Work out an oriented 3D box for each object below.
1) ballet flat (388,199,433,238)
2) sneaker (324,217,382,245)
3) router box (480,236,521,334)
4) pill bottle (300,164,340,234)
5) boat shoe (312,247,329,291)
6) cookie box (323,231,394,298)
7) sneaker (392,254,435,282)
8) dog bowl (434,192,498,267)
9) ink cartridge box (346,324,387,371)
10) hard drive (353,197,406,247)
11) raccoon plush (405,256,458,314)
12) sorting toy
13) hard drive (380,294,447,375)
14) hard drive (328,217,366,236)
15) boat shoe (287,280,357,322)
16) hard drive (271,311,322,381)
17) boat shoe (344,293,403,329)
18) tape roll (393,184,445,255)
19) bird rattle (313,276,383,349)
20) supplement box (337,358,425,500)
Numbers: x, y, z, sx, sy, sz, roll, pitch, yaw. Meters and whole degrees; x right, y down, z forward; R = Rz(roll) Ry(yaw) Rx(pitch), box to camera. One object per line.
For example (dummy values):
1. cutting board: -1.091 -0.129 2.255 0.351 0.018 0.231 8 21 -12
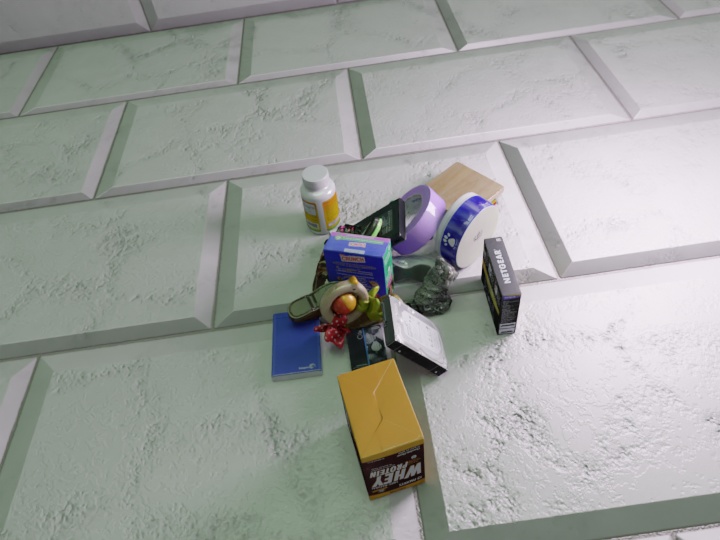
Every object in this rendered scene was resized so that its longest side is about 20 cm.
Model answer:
1. ballet flat: 0.171 -0.167 1.771 0.070 0.068 0.199 -25 50 -34
2. sneaker: -0.024 -0.092 1.576 0.198 0.084 0.077 -30 19 29
3. router box: 0.364 0.039 1.492 0.051 0.159 0.202 -7 48 1
4. pill bottle: -0.127 -0.222 1.766 0.109 0.202 0.112 -4 47 4
5. boat shoe: -0.101 0.000 1.649 0.071 0.073 0.202 4 48 12
6. cookie box: 0.000 0.000 1.547 0.168 0.202 0.076 9 49 15
7. sneaker: 0.124 -0.011 1.641 0.196 0.072 0.081 6 29 13
8. dog bowl: 0.301 -0.112 1.608 0.078 0.202 0.199 35 60 31
9. ink cartridge box: 0.022 0.233 1.444 0.097 0.040 0.202 -10 48 -2
10. hard drive: 0.043 -0.105 1.617 0.198 0.033 0.142 -28 45 33
11. raccoon plush: 0.178 0.058 1.514 0.199 0.135 0.096 -35 53 -23
12. sorting toy: 0.315 -0.231 1.803 0.199 0.070 0.198 -37 53 -23
13. hard drive: 0.133 0.160 1.401 0.038 0.199 0.141 -37 38 29
14. hard drive: 0.020 -0.098 1.728 0.197 0.027 0.133 -21 58 -20
15. boat shoe: -0.102 0.084 1.535 0.196 0.068 0.073 -16 70 -7
16. hard drive: -0.170 0.193 1.515 0.129 0.026 0.202 -7 47 1
17. boat shoe: 0.028 0.118 1.525 0.197 0.069 0.075 -15 68 24
18. tape roll: 0.150 -0.145 1.635 0.200 0.065 0.202 -41 27 26
19. bird rattle: -0.041 0.092 1.442 0.197 0.164 0.114 -25 42 7
20. supplement box: 0.046 0.344 1.228 0.130 0.202 0.199 -15 47 -7
